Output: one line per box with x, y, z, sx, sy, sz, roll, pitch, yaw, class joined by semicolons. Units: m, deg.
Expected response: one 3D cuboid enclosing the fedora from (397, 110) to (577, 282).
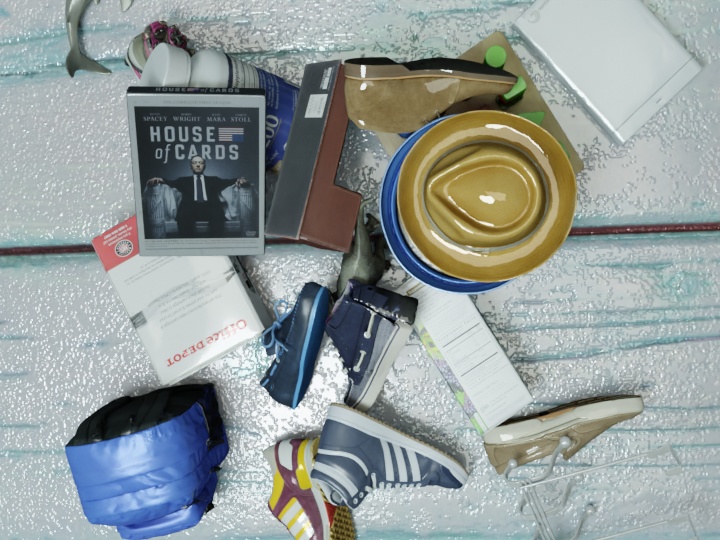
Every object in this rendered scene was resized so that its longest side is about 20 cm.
0.133;-0.080;0.973;0.197;0.082;0.205;0;92;10;fedora

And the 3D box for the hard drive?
0.299;-0.272;1.109;0.132;0.027;0.200;-42;87;4;hard drive

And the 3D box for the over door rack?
0.282;0.261;1.062;0.197;0.067;0.149;-11;128;22;over door rack

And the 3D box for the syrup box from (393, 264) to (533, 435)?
0.123;0.088;1.105;0.081;0.079;0.202;-33;89;5;syrup box

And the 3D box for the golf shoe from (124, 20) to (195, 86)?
-0.220;-0.207;1.141;0.091;0.072;0.202;-22;102;45;golf shoe

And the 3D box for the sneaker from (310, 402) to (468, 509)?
0.031;0.248;1.091;0.198;0.070;0.110;28;70;-15;sneaker

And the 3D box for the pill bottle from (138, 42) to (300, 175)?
-0.152;-0.189;1.059;0.198;0.110;0.113;16;93;-34;pill bottle

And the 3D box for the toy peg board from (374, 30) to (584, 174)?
0.139;-0.156;1.090;0.198;0.098;0.202;-32;88;4;toy peg board

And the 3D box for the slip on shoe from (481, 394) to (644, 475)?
0.246;0.197;1.099;0.197;0.076;0.062;-16;85;8;slip on shoe

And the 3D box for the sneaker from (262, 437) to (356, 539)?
-0.066;0.307;1.138;0.089;0.075;0.204;-8;94;26;sneaker

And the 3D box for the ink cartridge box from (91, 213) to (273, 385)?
-0.217;0.018;1.129;0.145;0.083;0.202;-27;89;4;ink cartridge box

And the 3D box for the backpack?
-0.242;0.228;1.079;0.160;0.200;0.170;-18;90;4;backpack

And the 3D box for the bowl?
0.120;-0.074;1.038;0.197;0.039;0.205;0;92;10;bowl

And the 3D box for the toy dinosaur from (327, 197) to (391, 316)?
0.000;0.000;1.087;0.076;0.201;0.103;25;49;-5;toy dinosaur

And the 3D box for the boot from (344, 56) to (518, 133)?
0.078;-0.195;1.010;0.196;0.074;0.077;-3;111;-10;boot

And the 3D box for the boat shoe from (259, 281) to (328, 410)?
-0.088;0.092;1.083;0.068;0.084;0.202;24;127;8;boat shoe

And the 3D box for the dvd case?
-0.179;-0.107;1.019;0.147;0.025;0.203;-1;124;-8;dvd case

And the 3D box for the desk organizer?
-0.038;-0.127;1.036;0.076;0.071;0.203;16;86;-38;desk organizer

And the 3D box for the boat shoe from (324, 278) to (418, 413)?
-0.005;0.090;1.081;0.091;0.075;0.202;22;129;-3;boat shoe

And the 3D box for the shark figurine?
-0.337;-0.354;1.131;0.127;0.089;0.216;32;92;5;shark figurine
